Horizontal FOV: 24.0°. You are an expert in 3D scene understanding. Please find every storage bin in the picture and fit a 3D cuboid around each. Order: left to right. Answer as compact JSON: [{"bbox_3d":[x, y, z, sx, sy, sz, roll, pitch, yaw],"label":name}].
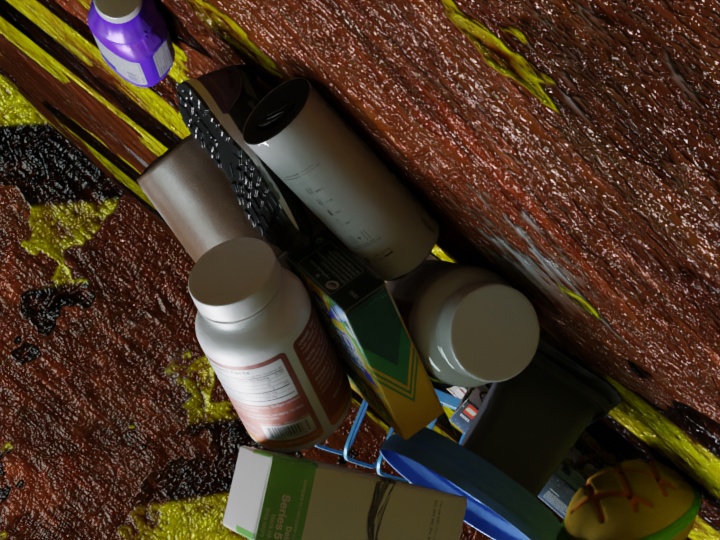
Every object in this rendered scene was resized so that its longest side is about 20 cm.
[{"bbox_3d":[0.159,0.157,1.737,0.145,0.135,0.200,34,167,2],"label":"storage bin"}]

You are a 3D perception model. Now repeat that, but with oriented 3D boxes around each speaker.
[{"bbox_3d":[-0.017,-0.081,1.540,0.200,0.081,0.081,45,171,-30],"label":"speaker"}]

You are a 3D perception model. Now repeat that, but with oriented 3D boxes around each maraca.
[{"bbox_3d":[0.263,0.262,1.743,0.137,0.199,0.108,4,115,56],"label":"maraca"}]

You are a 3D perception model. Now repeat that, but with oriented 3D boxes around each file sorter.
[{"bbox_3d":[0.060,0.196,2.061,0.199,0.124,0.139,21,176,24],"label":"file sorter"}]

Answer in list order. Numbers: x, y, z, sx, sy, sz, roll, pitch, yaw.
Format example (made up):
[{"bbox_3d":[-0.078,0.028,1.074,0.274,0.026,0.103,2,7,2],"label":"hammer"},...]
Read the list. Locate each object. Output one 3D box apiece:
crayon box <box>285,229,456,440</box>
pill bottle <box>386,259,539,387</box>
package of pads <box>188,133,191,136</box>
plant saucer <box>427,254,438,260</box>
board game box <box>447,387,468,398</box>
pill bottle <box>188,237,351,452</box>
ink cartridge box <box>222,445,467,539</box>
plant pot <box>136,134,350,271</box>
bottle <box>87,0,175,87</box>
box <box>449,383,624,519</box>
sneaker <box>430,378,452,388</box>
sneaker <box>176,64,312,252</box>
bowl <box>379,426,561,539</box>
[{"bbox_3d":[0.010,0.073,1.604,0.126,0.051,0.201,41,162,52],"label":"crayon box"},{"bbox_3d":[0.094,0.051,1.617,0.114,0.115,0.200,42,172,-14],"label":"pill bottle"},{"bbox_3d":[-0.100,-0.096,1.869,0.200,0.076,0.120,43,170,-15],"label":"package of pads"},{"bbox_3d":[0.084,0.029,1.843,0.200,0.035,0.200,41,172,7],"label":"plant saucer"},{"bbox_3d":[0.136,0.136,2.166,0.126,0.035,0.200,44,171,-23],"label":"board game box"},{"bbox_3d":[-0.087,0.068,1.582,0.112,0.112,0.201,33,155,43],"label":"pill bottle"},{"bbox_3d":[-0.016,0.232,1.622,0.198,0.085,0.145,15,174,-15],"label":"ink cartridge box"},{"bbox_3d":[-0.108,-0.067,1.715,0.199,0.200,0.200,50,171,-8],"label":"plant pot"},{"bbox_3d":[-0.235,-0.247,1.718,0.083,0.065,0.200,39,172,6],"label":"bottle"},{"bbox_3d":[0.201,0.191,1.896,0.200,0.038,0.137,40,-152,0],"label":"box"},{"bbox_3d":[0.074,0.098,2.086,0.200,0.074,0.081,42,163,56],"label":"sneaker"},{"bbox_3d":[-0.085,-0.114,1.587,0.201,0.087,0.076,56,153,16],"label":"sneaker"},{"bbox_3d":[0.111,0.218,1.682,0.200,0.040,0.201,33,168,8],"label":"bowl"}]
